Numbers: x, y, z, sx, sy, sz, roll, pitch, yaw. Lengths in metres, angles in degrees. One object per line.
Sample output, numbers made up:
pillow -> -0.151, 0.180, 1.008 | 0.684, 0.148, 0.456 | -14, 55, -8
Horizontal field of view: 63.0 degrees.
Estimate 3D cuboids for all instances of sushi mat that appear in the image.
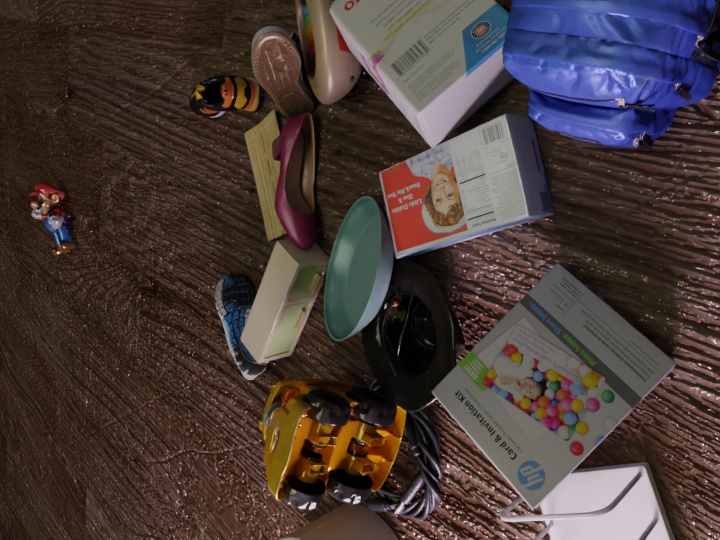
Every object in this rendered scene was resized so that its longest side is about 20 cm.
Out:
sushi mat -> -0.151, -0.160, 1.007 | 0.095, 0.012, 0.205 | -19, 82, 42

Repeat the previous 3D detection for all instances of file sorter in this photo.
file sorter -> 0.246, 0.325, 0.605 | 0.137, 0.123, 0.205 | -25, 77, 41

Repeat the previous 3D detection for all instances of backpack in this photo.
backpack -> 0.223, -0.199, 0.516 | 0.160, 0.198, 0.172 | 20, 108, 39

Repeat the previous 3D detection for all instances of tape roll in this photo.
tape roll -> -0.036, 0.477, 0.882 | 0.200, 0.137, 0.208 | 7, 100, 43

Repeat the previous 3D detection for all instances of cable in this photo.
cable -> 0.046, 0.252, 0.838 | 0.161, 0.050, 0.206 | -2, 92, 46

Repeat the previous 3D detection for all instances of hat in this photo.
hat -> 0.083, 0.084, 0.765 | 0.199, 0.079, 0.206 | -13, 75, 58

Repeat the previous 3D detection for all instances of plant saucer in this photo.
plant saucer -> 0.000, 0.000, 0.820 | 0.199, 0.035, 0.205 | -167, 89, -70

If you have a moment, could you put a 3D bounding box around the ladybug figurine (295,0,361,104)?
ladybug figurine -> -0.045, -0.339, 0.828 | 0.136, 0.070, 0.205 | 162, 97, -76

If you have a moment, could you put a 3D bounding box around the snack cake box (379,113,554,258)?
snack cake box -> 0.122, -0.096, 0.716 | 0.197, 0.066, 0.118 | -16, 85, 44

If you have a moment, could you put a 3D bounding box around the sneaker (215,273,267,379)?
sneaker -> -0.222, 0.106, 1.071 | 0.087, 0.073, 0.204 | 121, 137, -60

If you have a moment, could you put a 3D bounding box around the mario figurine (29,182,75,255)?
mario figurine -> -0.873, -0.145, 1.636 | 0.121, 0.106, 0.204 | -20, 88, 8

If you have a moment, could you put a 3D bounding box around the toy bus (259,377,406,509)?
toy bus -> -0.066, 0.203, 0.787 | 0.190, 0.198, 0.139 | 26, 98, 43

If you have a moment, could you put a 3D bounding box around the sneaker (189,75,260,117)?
sneaker -> -0.266, -0.316, 1.047 | 0.197, 0.089, 0.072 | 10, 101, 42

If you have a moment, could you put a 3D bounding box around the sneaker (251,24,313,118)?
sneaker -> -0.120, -0.318, 0.858 | 0.068, 0.200, 0.111 | -14, 75, 4

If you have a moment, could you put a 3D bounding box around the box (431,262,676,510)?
box -> 0.196, 0.117, 0.619 | 0.200, 0.041, 0.156 | -45, 60, 2

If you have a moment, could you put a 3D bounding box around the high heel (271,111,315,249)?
high heel -> -0.091, -0.140, 0.913 | 0.095, 0.066, 0.205 | -29, 74, 48

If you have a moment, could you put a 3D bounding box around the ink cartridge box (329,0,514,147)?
ink cartridge box -> 0.076, -0.274, 0.692 | 0.144, 0.085, 0.202 | -38, 67, 6

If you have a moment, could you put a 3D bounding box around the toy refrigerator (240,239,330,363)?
toy refrigerator -> -0.123, 0.052, 0.962 | 0.070, 0.075, 0.203 | 42, 121, 31
